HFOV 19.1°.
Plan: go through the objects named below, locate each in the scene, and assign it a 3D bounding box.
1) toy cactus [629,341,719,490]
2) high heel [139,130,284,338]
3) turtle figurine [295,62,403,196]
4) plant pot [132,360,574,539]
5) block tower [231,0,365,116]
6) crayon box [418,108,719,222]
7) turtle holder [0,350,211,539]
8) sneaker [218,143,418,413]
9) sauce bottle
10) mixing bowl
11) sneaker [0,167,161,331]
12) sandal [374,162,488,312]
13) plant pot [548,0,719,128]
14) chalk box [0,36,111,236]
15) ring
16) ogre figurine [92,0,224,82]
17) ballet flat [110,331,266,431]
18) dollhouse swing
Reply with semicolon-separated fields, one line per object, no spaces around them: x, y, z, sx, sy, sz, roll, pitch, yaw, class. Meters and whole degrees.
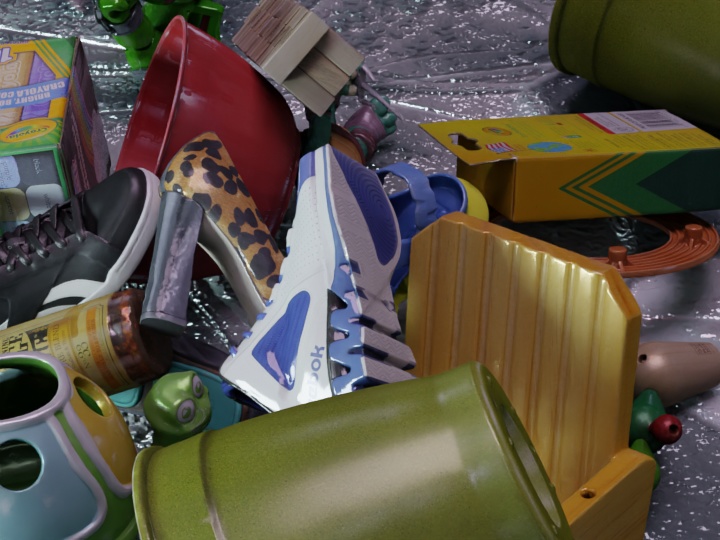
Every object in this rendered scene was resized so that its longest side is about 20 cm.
0.163;0.066;1.412;0.164;0.103;0.200;-10;28;-26;toy cactus
-0.041;-0.006;1.400;0.199;0.071;0.143;18;65;-21;high heel
-0.008;-0.091;1.592;0.100;0.150;0.200;-20;29;6;turtle figurine
0.009;0.147;1.161;0.192;0.201;0.201;-26;37;7;plant pot
-0.047;-0.159;1.542;0.054;0.058;0.200;-50;14;3;block tower
0.153;-0.077;1.563;0.199;0.051;0.127;-3;18;-15;crayon box
-0.191;0.122;1.309;0.185;0.132;0.141;4;37;8;turtle holder
-0.035;0.028;1.297;0.115;0.080;0.200;-22;59;26;sneaker
-0.222;0.069;1.399;0.199;0.066;0.066;-20;34;16;sauce bottle
-0.110;-0.072;1.539;0.108;0.200;0.200;17;35;-15;mixing bowl
-0.229;-0.007;1.414;0.200;0.112;0.073;-45;40;19;sneaker
0.000;0.000;1.458;0.079;0.087;0.200;30;78;34;sandal
0.283;-0.196;1.662;0.193;0.201;0.200;34;49;23;plant pot
-0.260;-0.063;1.557;0.123;0.125;0.200;-5;36;4;chalk box
0.157;-0.032;1.535;0.200;0.019;0.201;0;18;0;ring
-0.165;-0.234;1.786;0.098;0.120;0.200;-7;36;1;ogre figurine
-0.128;0.068;1.441;0.200;0.073;0.073;21;43;36;ballet flat
0.055;0.093;1.280;0.200;0.176;0.182;22;43;38;dollhouse swing
